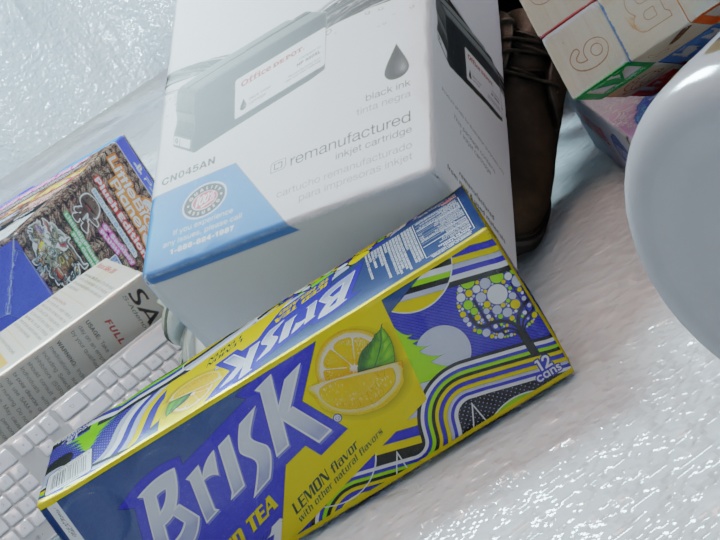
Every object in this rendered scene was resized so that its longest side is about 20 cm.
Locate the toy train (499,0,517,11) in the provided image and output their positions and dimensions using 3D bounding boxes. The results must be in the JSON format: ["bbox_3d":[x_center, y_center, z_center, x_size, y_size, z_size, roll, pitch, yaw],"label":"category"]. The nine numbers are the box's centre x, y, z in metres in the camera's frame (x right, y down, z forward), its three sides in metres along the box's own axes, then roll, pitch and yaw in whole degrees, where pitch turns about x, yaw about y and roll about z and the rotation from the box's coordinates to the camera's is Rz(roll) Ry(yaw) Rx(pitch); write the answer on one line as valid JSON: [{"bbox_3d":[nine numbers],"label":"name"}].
[{"bbox_3d":[0.069,-0.141,0.919,0.046,0.201,0.034,1,40,-18],"label":"toy train"}]

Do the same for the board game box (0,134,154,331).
[{"bbox_3d":[-0.250,0.003,1.262,0.159,0.097,0.200,-26,15,26],"label":"board game box"}]

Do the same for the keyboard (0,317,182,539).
[{"bbox_3d":[-0.116,0.068,0.844,0.200,0.056,0.011,-40,-17,-25],"label":"keyboard"}]

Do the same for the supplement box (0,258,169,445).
[{"bbox_3d":[-0.191,0.081,0.916,0.200,0.074,0.126,-36,14,-12],"label":"supplement box"}]

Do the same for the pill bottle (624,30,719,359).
[{"bbox_3d":[0.175,-0.059,0.491,0.200,0.116,0.115,-43,17,-34],"label":"pill bottle"}]

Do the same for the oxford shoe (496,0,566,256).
[{"bbox_3d":[0.069,-0.086,0.812,0.201,0.072,0.085,-83,11,-49],"label":"oxford shoe"}]

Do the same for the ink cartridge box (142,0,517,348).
[{"bbox_3d":[-0.013,-0.071,0.758,0.144,0.084,0.201,-20,46,22],"label":"ink cartridge box"}]

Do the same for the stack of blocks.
[{"bbox_3d":[0.157,-0.142,0.630,0.200,0.059,0.115,-33,-12,31],"label":"stack of blocks"}]

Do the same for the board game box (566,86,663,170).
[{"bbox_3d":[0.201,-0.107,0.751,0.199,0.041,0.200,-32,13,4],"label":"board game box"}]

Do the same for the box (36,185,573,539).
[{"bbox_3d":[-0.023,0.054,0.640,0.199,0.070,0.064,-32,16,6],"label":"box"}]

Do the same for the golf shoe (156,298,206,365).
[{"bbox_3d":[0.000,0.000,0.821,0.200,0.079,0.097,-42,36,-22],"label":"golf shoe"}]
